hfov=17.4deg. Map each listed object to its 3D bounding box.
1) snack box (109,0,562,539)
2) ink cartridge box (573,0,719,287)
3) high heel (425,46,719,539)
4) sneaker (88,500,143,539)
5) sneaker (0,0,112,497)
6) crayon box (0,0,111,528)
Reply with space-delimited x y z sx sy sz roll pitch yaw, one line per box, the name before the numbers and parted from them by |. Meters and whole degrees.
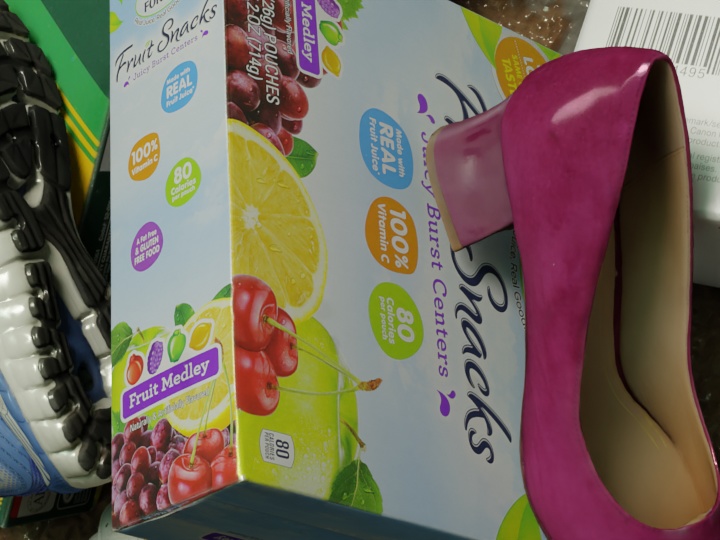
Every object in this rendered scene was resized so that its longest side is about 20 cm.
snack box | 0.000 0.000 0.778 0.067 0.168 0.201 -24 57 41
ink cartridge box | 0.161 -0.094 0.791 0.145 0.085 0.201 11 76 29
high heel | 0.091 0.031 0.727 0.096 0.067 0.201 -20 100 49
sneaker | -0.053 0.077 0.835 0.092 0.076 0.201 4 67 37
sneaker | -0.145 -0.014 0.804 0.089 0.078 0.201 -20 85 28
crayon box | -0.153 -0.031 0.892 0.172 0.058 0.201 25 107 32
